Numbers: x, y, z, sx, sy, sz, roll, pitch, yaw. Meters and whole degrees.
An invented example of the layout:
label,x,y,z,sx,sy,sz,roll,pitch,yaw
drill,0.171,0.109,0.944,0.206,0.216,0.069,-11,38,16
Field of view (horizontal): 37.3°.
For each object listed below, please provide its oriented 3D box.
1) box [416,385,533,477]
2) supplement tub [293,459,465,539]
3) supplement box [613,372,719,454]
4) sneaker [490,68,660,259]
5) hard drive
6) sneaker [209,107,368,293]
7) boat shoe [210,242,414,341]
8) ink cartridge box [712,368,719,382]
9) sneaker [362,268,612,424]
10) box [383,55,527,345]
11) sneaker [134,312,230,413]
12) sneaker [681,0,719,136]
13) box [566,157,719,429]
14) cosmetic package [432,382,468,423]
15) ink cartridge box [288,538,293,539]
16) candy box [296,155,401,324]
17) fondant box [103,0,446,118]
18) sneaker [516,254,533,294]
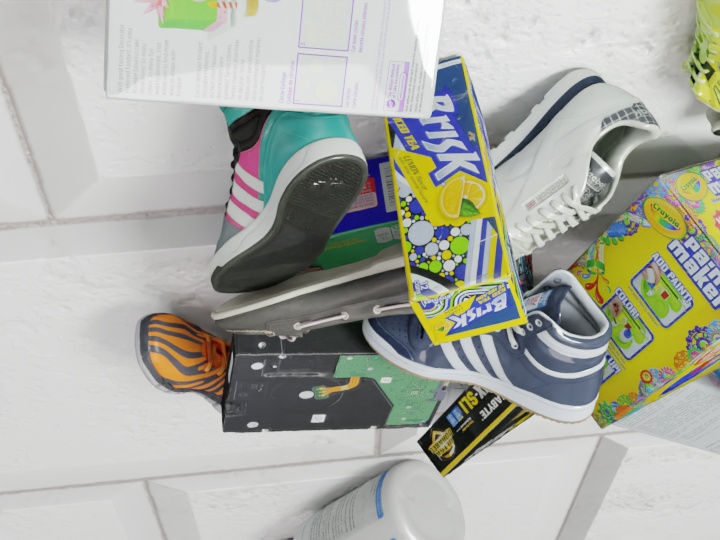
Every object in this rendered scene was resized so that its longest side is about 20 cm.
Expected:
label,x,y,z,sx,sy,sz,roll,pitch,yaw
box,0.164,0.107,1.040,0.200,0.049,0.160,-24,160,-42
supplement tub,0.022,0.335,1.347,0.132,0.133,0.200,23,135,-36
supplement box,0.345,0.115,1.127,0.199,0.102,0.103,17,138,-31
sneaker,0.135,-0.057,0.805,0.200,0.081,0.076,-52,141,11
hard drive,-0.020,0.095,0.950,0.199,0.038,0.140,1,144,-12
sneaker,-0.069,-0.074,0.768,0.083,0.121,0.200,0,152,-32
boat shoe,-0.020,0.028,0.819,0.199,0.067,0.057,-17,102,18
ink cartridge box,0.435,0.049,1.011,0.116,0.067,0.200,35,109,-23
sneaker,0.101,0.041,0.843,0.199,0.070,0.109,19,134,11
box,0.062,-0.053,0.752,0.070,0.201,0.064,-15,145,11
sneaker,-0.119,0.080,1.004,0.111,0.078,0.200,-12,157,23
sneaker,0.267,-0.155,0.760,0.076,0.076,0.200,-23,140,20
box,0.279,0.008,0.886,0.199,0.122,0.193,-17,155,-38
cosmetic package,0.036,0.103,1.096,0.199,0.052,0.151,1,141,-13
ink cartridge box,-0.045,0.417,1.466,0.199,0.109,0.050,-17,144,13
candy box,0.000,0.000,0.921,0.168,0.077,0.200,-12,145,6
fondant box,-0.049,-0.172,0.636,0.199,0.058,0.145,1,112,-14
sneaker,0.125,-0.007,0.919,0.079,0.096,0.200,-12,145,5
